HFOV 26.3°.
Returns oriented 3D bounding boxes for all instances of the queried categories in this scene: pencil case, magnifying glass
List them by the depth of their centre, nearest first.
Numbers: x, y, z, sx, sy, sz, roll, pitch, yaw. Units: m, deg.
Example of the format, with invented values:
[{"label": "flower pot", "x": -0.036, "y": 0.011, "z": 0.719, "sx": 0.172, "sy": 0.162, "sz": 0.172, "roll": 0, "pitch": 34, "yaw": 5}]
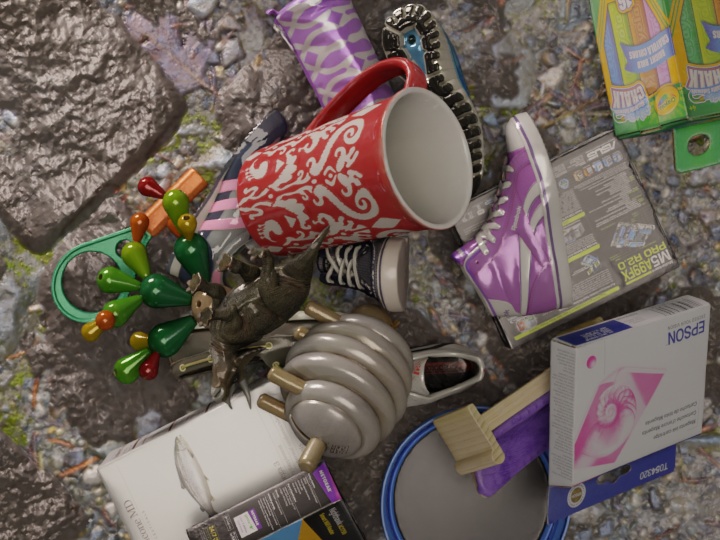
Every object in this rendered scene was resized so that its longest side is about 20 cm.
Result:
[{"label": "pencil case", "x": -0.019, "y": -0.195, "z": 1.566, "sx": 0.085, "sy": 0.084, "sz": 0.201, "roll": -27, "pitch": 94, "yaw": -12}, {"label": "magnifying glass", "x": -0.236, "y": -0.028, "z": 1.590, "sx": 0.200, "sy": 0.022, "sz": 0.080, "roll": -45, "pitch": 93, "yaw": 0}]

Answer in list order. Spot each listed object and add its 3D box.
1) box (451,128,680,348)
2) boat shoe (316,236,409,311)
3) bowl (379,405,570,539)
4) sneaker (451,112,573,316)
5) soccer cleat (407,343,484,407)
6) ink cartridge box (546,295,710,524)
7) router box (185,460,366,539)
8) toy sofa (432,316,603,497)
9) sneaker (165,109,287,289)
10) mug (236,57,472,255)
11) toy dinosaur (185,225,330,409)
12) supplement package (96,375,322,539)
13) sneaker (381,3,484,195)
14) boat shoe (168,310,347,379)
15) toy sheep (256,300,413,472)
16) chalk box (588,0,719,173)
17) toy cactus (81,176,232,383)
[{"label": "box", "x": 0.208, "y": -0.033, "z": 1.605, "sx": 0.199, "sy": 0.044, "sz": 0.161, "roll": -26, "pitch": 93, "yaw": -2}, {"label": "boat shoe", "x": 0.000, "y": 0.000, "z": 1.519, "sx": 0.092, "sy": 0.200, "sz": 0.075, "roll": 1, "pitch": 92, "yaw": 3}, {"label": "bowl", "x": 0.118, "y": 0.240, "z": 1.608, "sx": 0.199, "sy": 0.039, "sz": 0.202, "roll": 0, "pitch": 92, "yaw": -4}, {"label": "sneaker", "x": 0.142, "y": -0.052, "z": 1.545, "sx": 0.113, "sy": 0.073, "sz": 0.202, "roll": -9, "pitch": 91, "yaw": 0}, {"label": "soccer cleat", "x": 0.031, "y": 0.109, "z": 1.563, "sx": 0.199, "sy": 0.085, "sz": 0.069, "roll": -7, "pitch": 90, "yaw": -14}, {"label": "ink cartridge box", "x": 0.269, "y": 0.142, "z": 1.541, "sx": 0.195, "sy": 0.043, "sz": 0.201, "roll": -15, "pitch": 112, "yaw": -36}, {"label": "router box", "x": -0.072, "y": 0.276, "z": 1.522, "sx": 0.148, "sy": 0.200, "sz": 0.051, "roll": -26, "pitch": 59, "yaw": -3}, {"label": "toy sofa", "x": 0.181, "y": 0.138, "z": 1.550, "sx": 0.199, "sy": 0.083, "sz": 0.098, "roll": -30, "pitch": 89, "yaw": -29}, {"label": "sneaker", "x": -0.115, "y": -0.064, "z": 1.571, "sx": 0.082, "sy": 0.070, "sz": 0.201, "roll": 32, "pitch": 98, "yaw": 2}, {"label": "mug", "x": -0.002, "y": -0.097, "z": 1.481, "sx": 0.134, "sy": 0.199, "sz": 0.178, "roll": 56, "pitch": 43, "yaw": -23}, {"label": "toy dinosaur", "x": -0.097, "y": 0.027, "z": 1.464, "sx": 0.200, "sy": 0.077, "sz": 0.102, "roll": -49, "pitch": 134, "yaw": 4}, {"label": "supplement package", "x": -0.146, "y": 0.198, "z": 1.551, "sx": 0.199, "sy": 0.117, "sz": 0.117, "roll": -27, "pitch": 92, "yaw": -2}, {"label": "sneaker", "x": 0.089, "y": -0.171, "z": 1.568, "sx": 0.078, "sy": 0.090, "sz": 0.201, "roll": -16, "pitch": 85, "yaw": 23}, {"label": "boat shoe", "x": -0.097, "y": 0.075, "z": 1.572, "sx": 0.200, "sy": 0.072, "sz": 0.061, "roll": -4, "pitch": 81, "yaw": 3}, {"label": "toy sheep", "x": -0.019, "y": 0.111, "z": 1.467, "sx": 0.137, "sy": 0.138, "sz": 0.201, "roll": 31, "pitch": 55, "yaw": -4}, {"label": "chalk box", "x": 0.328, "y": -0.202, "z": 1.552, "sx": 0.124, "sy": 0.124, "sz": 0.201, "roll": -14, "pitch": 92, "yaw": -27}, {"label": "toy cactus", "x": -0.178, "y": 0.022, "z": 1.511, "sx": 0.164, "sy": 0.102, "sz": 0.201, "roll": 16, "pitch": 86, "yaw": -2}]
